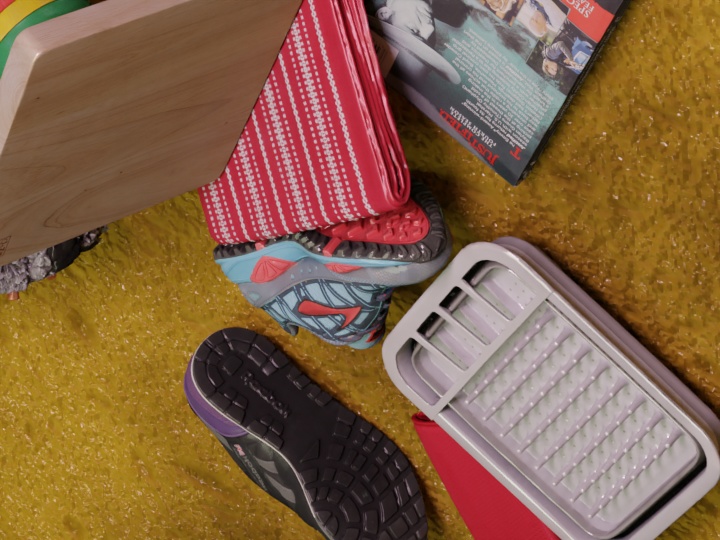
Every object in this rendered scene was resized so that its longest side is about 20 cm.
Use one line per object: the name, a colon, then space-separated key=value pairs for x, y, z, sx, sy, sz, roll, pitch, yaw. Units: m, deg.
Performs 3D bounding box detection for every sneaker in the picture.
sneaker: x=0.000 y=0.000 z=1.790 sx=0.200 sy=0.079 sz=0.096 roll=-2 pitch=127 yaw=55
sneaker: x=-0.036 y=0.124 z=1.946 sx=0.200 sy=0.076 sz=0.088 roll=47 pitch=158 yaw=4

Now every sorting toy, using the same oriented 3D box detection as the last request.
sorting toy: x=-0.145 y=-0.108 z=1.660 sx=0.070 sy=0.200 sz=0.199 roll=51 pitch=140 yaw=20

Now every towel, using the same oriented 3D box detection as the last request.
towel: x=-0.047 y=-0.094 z=1.730 sx=0.200 sy=0.022 sz=0.145 roll=-10 pitch=96 yaw=55

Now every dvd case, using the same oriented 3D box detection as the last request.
dvd case: x=0.067 y=-0.150 z=1.623 sx=0.146 sy=0.022 sz=0.200 roll=39 pitch=141 yaw=9

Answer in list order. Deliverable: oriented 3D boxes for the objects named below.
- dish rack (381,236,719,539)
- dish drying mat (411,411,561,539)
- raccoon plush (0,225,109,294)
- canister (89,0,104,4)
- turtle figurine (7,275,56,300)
dish rack: x=0.120 y=0.073 z=1.759 sx=0.200 sy=0.044 sz=0.172 roll=44 pitch=142 yaw=4
dish drying mat: x=0.103 y=0.172 z=1.887 sx=0.077 sy=0.018 sz=0.200 roll=-9 pitch=118 yaw=48
raccoon plush: x=-0.260 y=-0.051 z=1.912 sx=0.097 sy=0.200 sz=0.134 roll=-105 pitch=-11 yaw=-71
canister: x=-0.222 y=-0.214 z=1.736 sx=0.200 sy=0.149 sz=0.087 roll=35 pitch=156 yaw=12
turtle figurine: x=-0.296 y=0.004 z=2.072 sx=0.200 sy=0.064 sz=0.161 roll=28 pitch=139 yaw=23
